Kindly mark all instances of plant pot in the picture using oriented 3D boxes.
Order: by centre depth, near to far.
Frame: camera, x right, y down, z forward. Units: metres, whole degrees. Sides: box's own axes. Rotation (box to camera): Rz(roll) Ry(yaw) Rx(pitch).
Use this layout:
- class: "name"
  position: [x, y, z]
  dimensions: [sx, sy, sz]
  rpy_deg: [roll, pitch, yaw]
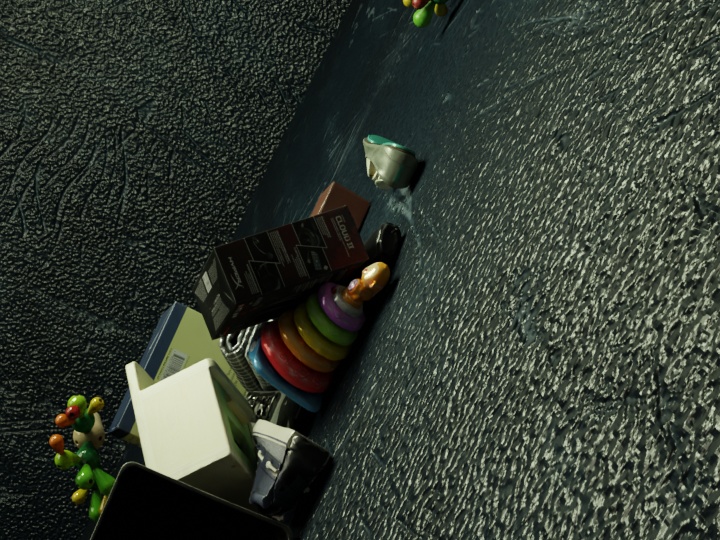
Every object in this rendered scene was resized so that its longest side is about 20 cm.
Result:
- class: "plant pot"
  position: [-0.205, 0.356, 1.313]
  dimensions: [0.178, 0.197, 0.202]
  rpy_deg: [112, 180, -67]

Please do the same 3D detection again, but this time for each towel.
- class: "towel"
  position: [-0.115, 0.059, 1.611]
  dimensions: [0.166, 0.085, 0.202]
  rpy_deg: [70, -142, -62]

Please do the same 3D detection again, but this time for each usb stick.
- class: "usb stick"
  position: [0.000, 0.000, 1.532]
  dimensions: [0.200, 0.032, 0.056]
  rpy_deg: [134, 152, -57]

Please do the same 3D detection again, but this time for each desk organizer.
- class: "desk organizer"
  position: [-0.057, -0.059, 1.832]
  dimensions: [0.078, 0.071, 0.200]
  rpy_deg: [-65, 11, -21]

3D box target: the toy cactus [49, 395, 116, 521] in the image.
- class: "toy cactus"
  position: [-0.377, 0.247, 1.685]
  dimensions: [0.165, 0.101, 0.202]
  rpy_deg: [-113, 6, -64]

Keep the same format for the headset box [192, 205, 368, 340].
- class: "headset box"
  position: [-0.092, 0.001, 1.460]
  dimensions: [0.078, 0.198, 0.149]
  rpy_deg: [67, 155, 12]

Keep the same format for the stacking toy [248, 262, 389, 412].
- class: "stacking toy"
  position: [-0.034, 0.060, 1.430]
  dimensions: [0.200, 0.109, 0.116]
  rpy_deg: [-46, 15, 24]

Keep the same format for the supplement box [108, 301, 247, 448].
- class: "supplement box"
  position: [-0.232, 0.185, 1.747]
  dimensions: [0.202, 0.198, 0.134]
  rpy_deg: [-67, 12, -16]

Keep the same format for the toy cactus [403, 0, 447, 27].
- class: "toy cactus"
  position: [0.134, -0.475, 1.828]
  dimensions: [0.201, 0.102, 0.165]
  rpy_deg: [-57, 19, -11]

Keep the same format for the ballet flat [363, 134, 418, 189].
- class: "ballet flat"
  position: [0.033, -0.145, 1.626]
  dimensions: [0.200, 0.067, 0.064]
  rpy_deg: [-125, 55, -78]

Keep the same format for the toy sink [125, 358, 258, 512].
- class: "toy sink"
  position: [-0.193, 0.194, 1.448]
  dimensions: [0.111, 0.131, 0.201]
  rpy_deg: [-26, 47, 3]

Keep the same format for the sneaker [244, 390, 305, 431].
- class: "sneaker"
  position: [-0.121, 0.189, 1.544]
  dimensions: [0.075, 0.079, 0.200]
  rpy_deg: [-66, 12, -20]

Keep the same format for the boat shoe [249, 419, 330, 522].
- class: "boat shoe"
  position: [-0.100, 0.229, 1.361]
  dimensions: [0.093, 0.074, 0.200]
  rpy_deg: [-60, 10, -13]
